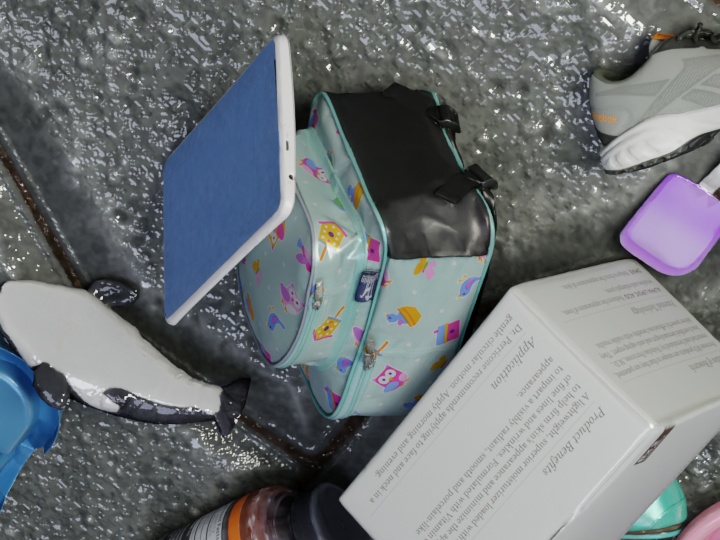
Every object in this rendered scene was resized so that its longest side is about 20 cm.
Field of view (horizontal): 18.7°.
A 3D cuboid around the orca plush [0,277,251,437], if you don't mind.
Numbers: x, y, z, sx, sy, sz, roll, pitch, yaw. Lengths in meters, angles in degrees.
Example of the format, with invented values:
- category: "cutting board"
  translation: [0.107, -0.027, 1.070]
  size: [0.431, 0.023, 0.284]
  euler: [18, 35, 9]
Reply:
- category: "orca plush"
  translation: [-0.180, 0.067, 1.630]
  size: [0.200, 0.105, 0.071]
  euler: [12, 162, -6]

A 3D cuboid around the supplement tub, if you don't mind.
- category: "supplement tub"
  translation: [-0.090, 0.231, 1.663]
  size: [0.200, 0.107, 0.107]
  euler: [-28, 109, 28]

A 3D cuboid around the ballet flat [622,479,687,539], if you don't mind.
- category: "ballet flat"
  translation: [0.138, 0.166, 1.595]
  size: [0.200, 0.067, 0.071]
  euler: [-9, 92, 20]

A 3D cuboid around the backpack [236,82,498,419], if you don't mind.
- category: "backpack"
  translation: [0.000, 0.000, 1.456]
  size: [0.153, 0.176, 0.200]
  euler: [-10, 131, -16]

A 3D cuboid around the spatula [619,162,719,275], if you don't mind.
- category: "spatula"
  translation: [0.248, -0.076, 1.438]
  size: [0.056, 0.021, 0.200]
  euler: [35, 122, -4]

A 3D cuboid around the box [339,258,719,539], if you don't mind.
- category: "box"
  translation: [0.127, 0.112, 1.445]
  size: [0.131, 0.200, 0.199]
  euler: [46, 115, 18]

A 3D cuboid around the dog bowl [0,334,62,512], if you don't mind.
- category: "dog bowl"
  translation: [-0.297, 0.120, 1.691]
  size: [0.111, 0.050, 0.200]
  euler: [36, 123, -6]

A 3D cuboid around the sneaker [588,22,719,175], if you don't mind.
- category: "sneaker"
  translation: [0.229, -0.125, 1.381]
  size: [0.200, 0.074, 0.079]
  euler: [-21, 88, 30]

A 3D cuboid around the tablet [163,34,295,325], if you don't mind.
- category: "tablet"
  translation: [-0.089, -0.056, 1.455]
  size: [0.014, 0.130, 0.200]
  euler: [9, 153, -25]

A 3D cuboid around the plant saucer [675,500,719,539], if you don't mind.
- category: "plant saucer"
  translation: [0.316, 0.226, 1.571]
  size: [0.200, 0.051, 0.201]
  euler: [5, 123, 8]
